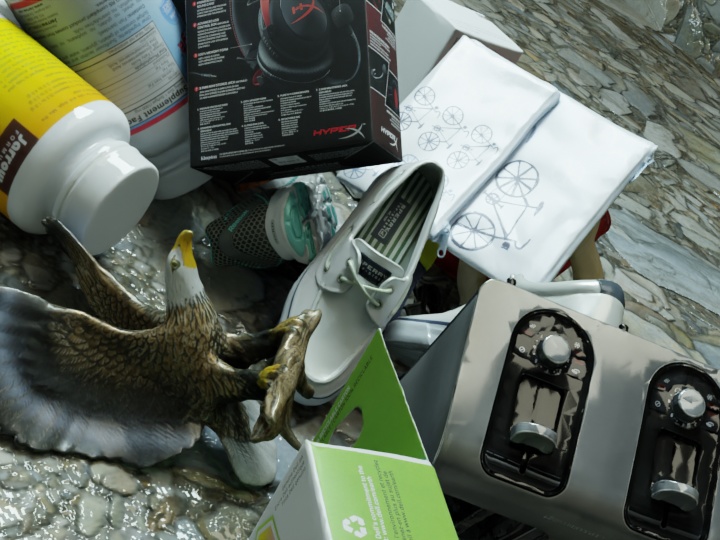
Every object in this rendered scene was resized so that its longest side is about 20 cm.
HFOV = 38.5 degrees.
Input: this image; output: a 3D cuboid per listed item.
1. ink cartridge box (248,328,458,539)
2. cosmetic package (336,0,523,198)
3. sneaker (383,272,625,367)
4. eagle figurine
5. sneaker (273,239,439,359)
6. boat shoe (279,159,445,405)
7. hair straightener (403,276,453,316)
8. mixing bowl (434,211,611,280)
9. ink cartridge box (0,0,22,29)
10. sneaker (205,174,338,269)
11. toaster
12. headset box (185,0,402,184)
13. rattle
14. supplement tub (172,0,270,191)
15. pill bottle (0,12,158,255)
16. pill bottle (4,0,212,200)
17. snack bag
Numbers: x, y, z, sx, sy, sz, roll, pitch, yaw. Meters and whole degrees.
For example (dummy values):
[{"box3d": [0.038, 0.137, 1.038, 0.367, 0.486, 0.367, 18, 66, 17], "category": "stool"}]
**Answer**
[{"box3d": [-0.025, 0.142, 0.534, 0.075, 0.149, 0.201, 13, 33, -26], "category": "ink cartridge box"}, {"box3d": [0.061, -0.171, 1.055, 0.112, 0.201, 0.081, 2, 40, -43], "category": "cosmetic package"}, {"box3d": [0.100, 0.041, 0.717, 0.073, 0.199, 0.071, 44, 61, -35], "category": "sneaker"}, {"box3d": [-0.128, 0.045, 0.637, 0.198, 0.153, 0.152, 5, -17, 7], "category": "eagle figurine"}, {"box3d": [-0.009, 0.026, 0.823, 0.074, 0.082, 0.200, 50, 47, -5], "category": "sneaker"}, {"box3d": [0.000, 0.000, 0.740, 0.073, 0.067, 0.202, 28, 69, -12], "category": "boat shoe"}, {"box3d": [0.064, 0.048, 0.852, 0.201, 0.041, 0.078, -79, 151, -60], "category": "hair straightener"}, {"box3d": [0.125, -0.044, 0.981, 0.199, 0.109, 0.200, 30, -10, 6], "category": "mixing bowl"}, {"box3d": [-0.323, -0.240, 0.885, 0.200, 0.088, 0.145, 41, 29, 10], "category": "ink cartridge box"}, {"box3d": [-0.072, -0.039, 0.848, 0.200, 0.090, 0.078, -25, 102, -80], "category": "sneaker"}, {"box3d": [0.107, 0.114, 0.615, 0.179, 0.200, 0.120, 22, 61, -6], "category": "toaster"}, {"box3d": [-0.051, -0.177, 0.777, 0.075, 0.147, 0.202, 17, 68, -69], "category": "headset box"}, {"box3d": [0.143, -0.022, 0.834, 0.130, 0.202, 0.142, 30, 17, 22], "category": "rattle"}, {"box3d": [-0.100, -0.180, 0.912, 0.122, 0.122, 0.202, -33, 105, -60], "category": "supplement tub"}, {"box3d": [-0.241, -0.102, 0.731, 0.199, 0.110, 0.109, 38, 28, 10], "category": "pill bottle"}, {"box3d": [-0.180, -0.160, 0.805, 0.109, 0.108, 0.201, -91, 157, -57], "category": "pill bottle"}, {"box3d": [0.112, -0.086, 0.835, 0.199, 0.021, 0.189, 35, 68, 19], "category": "snack bag"}]
